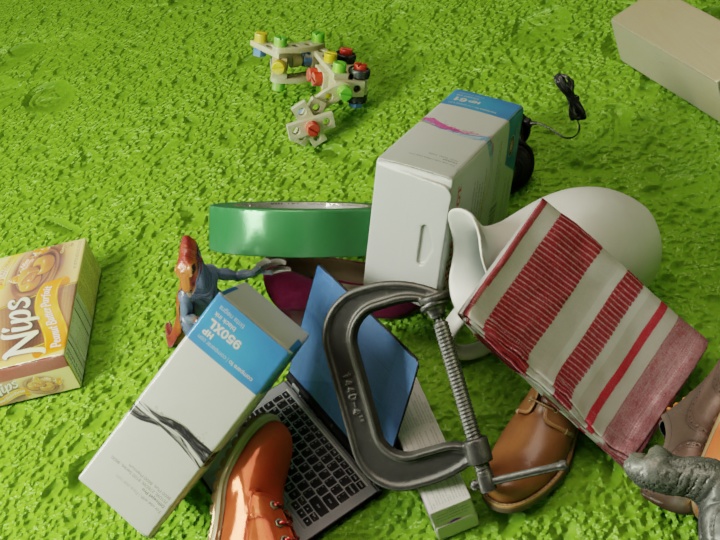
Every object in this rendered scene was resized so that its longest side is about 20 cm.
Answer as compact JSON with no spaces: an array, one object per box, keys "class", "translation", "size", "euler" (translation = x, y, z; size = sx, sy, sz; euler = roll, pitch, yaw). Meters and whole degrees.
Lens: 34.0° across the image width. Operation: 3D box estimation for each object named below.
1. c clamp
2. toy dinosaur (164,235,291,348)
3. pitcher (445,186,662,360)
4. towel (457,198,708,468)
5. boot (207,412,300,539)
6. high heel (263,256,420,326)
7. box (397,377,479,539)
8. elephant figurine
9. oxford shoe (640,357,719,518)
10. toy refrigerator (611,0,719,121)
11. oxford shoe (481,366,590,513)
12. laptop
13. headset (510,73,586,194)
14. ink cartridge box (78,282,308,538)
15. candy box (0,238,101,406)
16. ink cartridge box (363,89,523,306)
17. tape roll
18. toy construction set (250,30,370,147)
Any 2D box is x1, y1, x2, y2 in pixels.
[{"class":"c clamp","translation":[0.059,0.097,0.981],"size":[0.169,0.203,0.027],"euler":[-23,-4,17]},{"class":"toy dinosaur","translation":[-0.168,0.036,1.168],"size":[0.197,0.183,0.106],"euler":[1,46,27]},{"class":"pitcher","translation":[0.174,0.007,1.116],"size":[0.197,0.173,0.122],"euler":[-8,45,-21]},{"class":"towel","translation":[0.195,0.051,1.013],"size":[0.145,0.199,0.023],"euler":[-51,4,-22]},{"class":"boot","translation":[-0.075,0.220,0.985],"size":[0.106,0.075,0.203],"euler":[3,66,26]},{"class":"high heel","translation":[0.000,0.000,1.213],"size":[0.197,0.097,0.068],"euler":[-13,39,8]},{"class":"box","translation":[0.053,0.151,1.061],"size":[0.041,0.039,0.201],"euler":[-22,39,-3]},{"class":"elephant figurine","translation":[0.306,0.202,0.832],"size":[0.197,0.144,0.156],"euler":[-12,24,-2]},{"class":"oxford shoe","translation":[0.290,0.115,0.986],"size":[0.072,0.072,0.201],"euler":[5,45,34]},{"class":"toy refrigerator","translation":[0.385,-0.251,1.374],"size":[0.075,0.070,0.200],"euler":[-33,40,-7]},{"class":"oxford shoe","translation":[0.161,0.122,1.028],"size":[0.071,0.072,0.201],"euler":[16,52,34]},{"class":"laptop","translation":[-0.061,0.128,1.075],"size":[0.198,0.117,0.187],"euler":[-31,40,-15]},{"class":"headset","translation":[0.157,-0.152,1.329],"size":[0.197,0.094,0.125],"euler":[-19,38,19]},{"class":"ink cartridge box","translation":[-0.142,0.117,1.034],"size":[0.201,0.084,0.145],"euler":[-52,0,4]},{"class":"candy box","translation":[-0.364,0.056,1.328],"size":[0.114,0.056,0.202],"euler":[-13,40,7]},{"class":"ink cartridge box","translation":[0.085,-0.076,1.182],"size":[0.084,0.146,0.200],"euler":[18,34,19]},{"class":"tape roll","translation":[-0.061,-0.046,1.243],"size":[0.197,0.049,0.200],"euler":[0,6,0]},{"class":"toy construction set","translation":[-0.063,-0.247,1.530],"size":[0.129,0.093,0.201],"euler":[-2,43,-19]}]
